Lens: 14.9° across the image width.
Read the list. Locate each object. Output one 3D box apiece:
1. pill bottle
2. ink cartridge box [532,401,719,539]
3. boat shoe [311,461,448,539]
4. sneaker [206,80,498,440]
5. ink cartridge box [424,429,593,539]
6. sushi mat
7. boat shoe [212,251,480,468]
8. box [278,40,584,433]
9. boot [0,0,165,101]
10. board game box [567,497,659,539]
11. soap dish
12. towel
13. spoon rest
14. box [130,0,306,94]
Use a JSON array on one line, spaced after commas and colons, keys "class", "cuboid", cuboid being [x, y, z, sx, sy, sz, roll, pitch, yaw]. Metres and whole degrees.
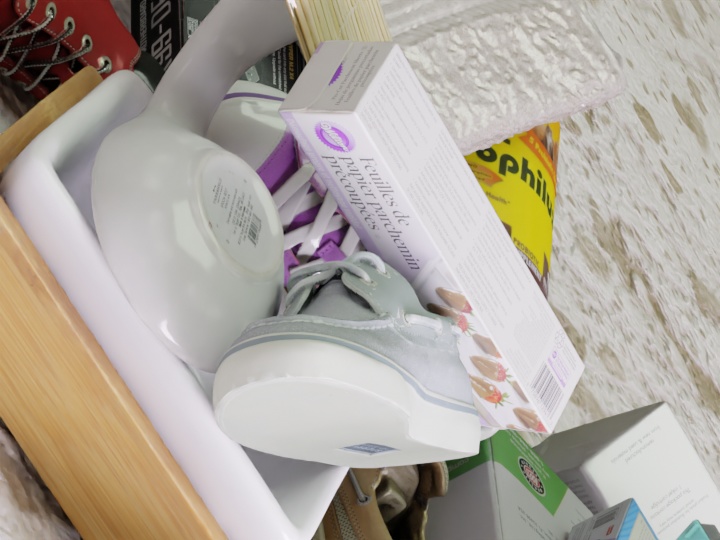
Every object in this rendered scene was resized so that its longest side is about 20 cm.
[{"class": "pill bottle", "cuboid": [0.048, -0.044, 1.444, 0.109, 0.109, 0.200, 46, 35, -35]}, {"class": "ink cartridge box", "cuboid": [0.157, 0.176, 1.428, 0.067, 0.116, 0.200, -34, 95, -29]}, {"class": "boat shoe", "cuboid": [0.006, 0.099, 1.227, 0.072, 0.076, 0.200, 39, 28, -46]}, {"class": "sneaker", "cuboid": [0.001, 0.000, 1.222, 0.200, 0.073, 0.114, 43, 4, -30]}, {"class": "ink cartridge box", "cuboid": [0.071, 0.182, 1.261, 0.146, 0.084, 0.200, 48, 24, -32]}, {"class": "sushi mat", "cuboid": [0.005, -0.066, 1.143, 0.096, 0.012, 0.200, -71, 146, -56]}, {"class": "boat shoe", "cuboid": [-0.006, 0.031, 1.039, 0.201, 0.070, 0.072, 28, 54, -69]}, {"class": "box", "cuboid": [0.033, -0.010, 1.117, 0.200, 0.039, 0.041, 56, 51, -40]}, {"class": "boot", "cuboid": [-0.137, -0.096, 1.164, 0.144, 0.072, 0.200, 60, 15, -5]}, {"class": "board game box", "cuboid": [0.123, 0.196, 1.193, 0.135, 0.034, 0.200, 59, 20, -7]}, {"class": "soap dish", "cuboid": [-0.088, 0.029, 1.082, 0.200, 0.081, 0.157, 58, 19, -9]}, {"class": "towel", "cuboid": [0.043, -0.121, 1.342, 0.200, 0.034, 0.133, -23, 81, -46]}, {"class": "spoon rest", "cuboid": [-0.059, -0.041, 1.071, 0.099, 0.061, 0.200, 48, 35, -27]}, {"class": "box", "cuboid": [-0.033, -0.111, 1.331, 0.157, 0.050, 0.200, 17, 55, -32]}]
